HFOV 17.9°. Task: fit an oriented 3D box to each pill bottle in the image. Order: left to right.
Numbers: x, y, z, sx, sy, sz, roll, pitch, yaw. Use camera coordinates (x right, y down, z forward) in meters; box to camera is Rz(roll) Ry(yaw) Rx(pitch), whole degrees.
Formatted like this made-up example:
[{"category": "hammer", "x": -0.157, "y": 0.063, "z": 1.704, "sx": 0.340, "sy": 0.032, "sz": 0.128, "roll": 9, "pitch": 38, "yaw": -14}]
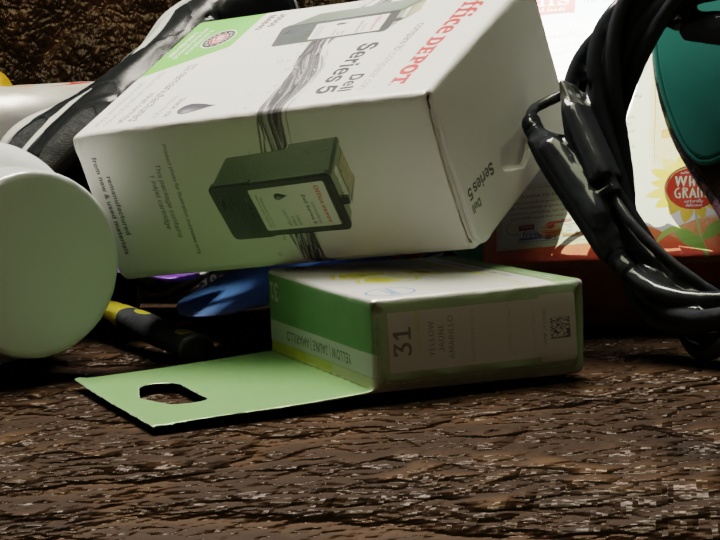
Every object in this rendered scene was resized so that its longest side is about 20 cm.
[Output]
[{"category": "pill bottle", "x": -0.204, "y": -0.010, "z": 1.157, "sx": 0.114, "sy": 0.115, "sz": 0.199, "roll": -8, "pitch": 8, "yaw": -31}]

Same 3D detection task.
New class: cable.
[{"category": "cable", "x": 0.172, "y": -0.053, "z": 1.036, "sx": 0.163, "sy": 0.201, "sz": 0.051, "roll": -38, "pitch": -34, "yaw": 10}]

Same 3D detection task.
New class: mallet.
[{"category": "mallet", "x": -0.115, "y": 0.023, "z": 1.195, "sx": 0.065, "sy": 0.042, "sz": 0.199, "roll": -5, "pitch": 11, "yaw": -33}]

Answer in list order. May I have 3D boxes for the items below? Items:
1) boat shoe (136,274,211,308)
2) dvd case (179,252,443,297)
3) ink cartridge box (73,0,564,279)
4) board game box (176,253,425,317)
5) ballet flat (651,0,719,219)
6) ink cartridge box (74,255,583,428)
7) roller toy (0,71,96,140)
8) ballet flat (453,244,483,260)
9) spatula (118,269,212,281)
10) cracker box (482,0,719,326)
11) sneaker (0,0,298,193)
[{"category": "boat shoe", "x": -0.108, "y": -0.024, "z": 1.289, "sx": 0.199, "sy": 0.074, "sz": 0.063, "roll": -26, "pitch": 9, "yaw": 35}, {"category": "dvd case", "x": -0.057, "y": -0.007, "z": 1.438, "sx": 0.149, "sy": 0.025, "sz": 0.200, "roll": 0, "pitch": 7, "yaw": 29}, {"category": "ink cartridge box", "x": -0.016, "y": -0.070, "z": 1.125, "sx": 0.198, "sy": 0.085, "sz": 0.146, "roll": -5, "pitch": 26, "yaw": 28}, {"category": "board game box", "x": 0.000, "y": 0.000, "z": 1.247, "sx": 0.157, "sy": 0.039, "sz": 0.199, "roll": -9, "pitch": 17, "yaw": 48}, {"category": "ballet flat", "x": 0.196, "y": -0.052, "z": 1.089, "sx": 0.069, "sy": 0.201, "sz": 0.071, "roll": -36, "pitch": -30, "yaw": 30}, {"category": "ink cartridge box", "x": -0.018, "y": 0.028, "z": 1.031, "sx": 0.198, "sy": 0.048, "sz": 0.145, "roll": -4, "pitch": 6, "yaw": -20}, {"category": "roller toy", "x": -0.248, "y": -0.065, "z": 1.542, "sx": 0.181, "sy": 0.141, "sz": 0.199, "roll": -8, "pitch": 7, "yaw": -37}, {"category": "ballet flat", "x": 0.126, "y": -0.028, "z": 1.415, "sx": 0.070, "sy": 0.068, "sz": 0.199, "roll": 28, "pitch": 22, "yaw": 27}, {"category": "spatula", "x": -0.052, "y": -0.013, "z": 1.199, "sx": 0.198, "sy": 0.021, "sz": 0.056, "roll": -9, "pitch": 6, "yaw": 25}, {"category": "cracker box", "x": 0.137, "y": -0.065, "z": 1.185, "sx": 0.133, "sy": 0.058, "sz": 0.201, "roll": -2, "pitch": 51, "yaw": 12}, {"category": "sneaker", "x": -0.104, "y": -0.086, "z": 1.258, "sx": 0.199, "sy": 0.073, "sz": 0.112, "roll": -36, "pitch": 23, "yaw": -6}]
